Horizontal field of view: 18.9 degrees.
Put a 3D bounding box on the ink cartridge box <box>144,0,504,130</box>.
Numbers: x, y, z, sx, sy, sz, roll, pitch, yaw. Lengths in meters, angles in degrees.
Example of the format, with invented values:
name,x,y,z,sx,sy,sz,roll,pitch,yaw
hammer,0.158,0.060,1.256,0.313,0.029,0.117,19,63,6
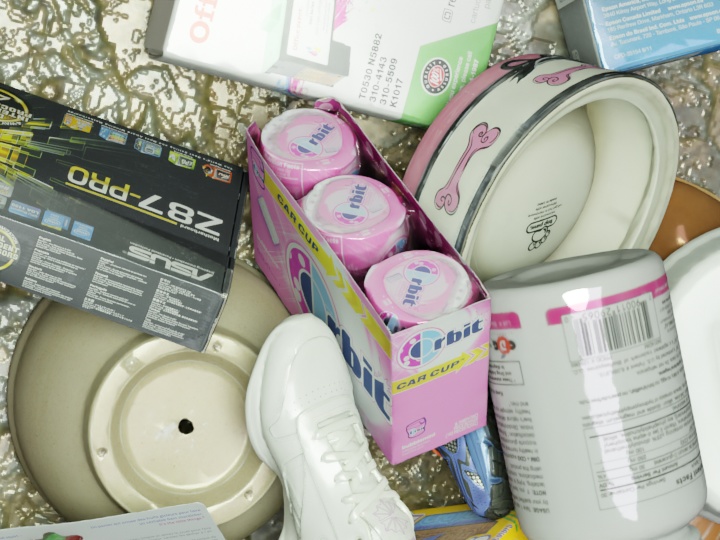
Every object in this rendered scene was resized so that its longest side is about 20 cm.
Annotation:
name,x,y,z,sx,sy,sz,roll,pitch,yaw
ink cartridge box,-0.018,-0.176,1.336,0.200,0.084,0.145,14,93,-13

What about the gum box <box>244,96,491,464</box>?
name,x,y,z,sx,sy,sz,roll,pitch,yaw
gum box,0.000,0.000,1.278,0.066,0.200,0.114,-22,140,-18

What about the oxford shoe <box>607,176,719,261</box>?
name,x,y,z,sx,sy,sz,roll,pitch,yaw
oxford shoe,0.248,0.003,1.419,0.200,0.071,0.071,37,89,-11

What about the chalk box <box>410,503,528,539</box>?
name,x,y,z,sx,sy,sz,roll,pitch,yaw
chalk box,0.038,0.229,1.354,0.124,0.200,0.125,-36,106,-40

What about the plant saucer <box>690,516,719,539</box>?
name,x,y,z,sx,sy,sz,roll,pitch,yaw
plant saucer,0.163,0.119,1.409,0.200,0.037,0.201,0,83,-2

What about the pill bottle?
name,x,y,z,sx,sy,sz,roll,pitch,yaw
pill bottle,0.138,0.096,1.255,0.113,0.113,0.200,-13,97,-10

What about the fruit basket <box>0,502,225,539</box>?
name,x,y,z,sx,sy,sz,roll,pitch,yaw
fruit basket,-0.147,0.199,1.295,0.185,0.094,0.200,-10,134,14

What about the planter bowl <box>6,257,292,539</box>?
name,x,y,z,sx,sy,sz,roll,pitch,yaw
planter bowl,-0.111,0.088,1.319,0.200,0.135,0.201,-1,97,-12

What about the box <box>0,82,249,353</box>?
name,x,y,z,sx,sy,sz,roll,pitch,yaw
box,-0.170,-0.039,1.272,0.200,0.161,0.049,20,119,-8

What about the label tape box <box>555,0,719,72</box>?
name,x,y,z,sx,sy,sz,roll,pitch,yaw
label tape box,0.188,-0.233,1.382,0.144,0.063,0.200,-14,90,-10

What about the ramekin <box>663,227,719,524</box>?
name,x,y,z,sx,sy,sz,roll,pitch,yaw
ramekin,0.259,0.066,1.340,0.200,0.098,0.201,0,89,4

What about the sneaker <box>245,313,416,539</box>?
name,x,y,z,sx,sy,sz,roll,pitch,yaw
sneaker,-0.007,0.121,1.236,0.075,0.100,0.200,-22,108,-45

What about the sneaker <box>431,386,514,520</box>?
name,x,y,z,sx,sy,sz,roll,pitch,yaw
sneaker,0.038,0.079,1.349,0.078,0.200,0.075,-39,144,11

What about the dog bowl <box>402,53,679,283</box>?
name,x,y,z,sx,sy,sz,roll,pitch,yaw
dog bowl,0.104,-0.044,1.335,0.200,0.074,0.200,-30,138,-32
